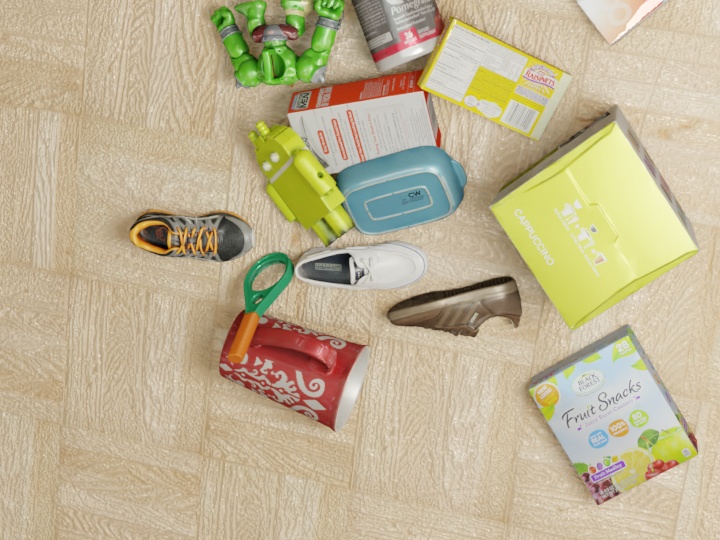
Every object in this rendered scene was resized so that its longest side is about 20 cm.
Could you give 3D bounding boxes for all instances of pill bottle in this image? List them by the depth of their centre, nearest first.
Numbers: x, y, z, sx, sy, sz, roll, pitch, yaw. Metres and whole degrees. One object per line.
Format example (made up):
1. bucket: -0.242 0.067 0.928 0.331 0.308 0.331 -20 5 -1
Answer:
1. pill bottle: 0.039 -0.384 1.638 0.109 0.111 0.203 -19 98 16

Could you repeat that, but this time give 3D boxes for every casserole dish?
1. casserole dish: 0.055 -0.106 1.706 0.197 0.039 0.122 -14 130 18

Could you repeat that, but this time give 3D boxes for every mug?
1. mug: -0.097 0.124 1.773 0.197 0.134 0.179 20 130 12

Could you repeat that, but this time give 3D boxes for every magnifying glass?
1. magnifying glass: -0.151 0.051 1.748 0.079 0.202 0.023 -9 131 30

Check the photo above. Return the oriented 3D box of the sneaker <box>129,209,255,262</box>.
1. sneaker: -0.256 -0.048 1.801 0.197 0.077 0.080 2 102 11

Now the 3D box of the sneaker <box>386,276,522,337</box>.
1. sneaker: 0.137 0.068 1.741 0.197 0.070 0.077 -13 101 16

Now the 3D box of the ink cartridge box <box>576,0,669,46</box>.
1. ink cartridge box: 0.338 -0.429 1.591 0.162 0.050 0.201 -38 96 18

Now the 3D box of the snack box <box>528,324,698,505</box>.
1. snack box: 0.363 0.208 1.723 0.167 0.068 0.202 -32 92 18

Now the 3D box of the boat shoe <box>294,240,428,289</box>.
1. boat shoe: 0.000 0.000 1.758 0.197 0.065 0.075 -6 101 14

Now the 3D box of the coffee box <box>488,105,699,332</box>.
1. coffee box: 0.312 -0.073 1.601 0.199 0.198 0.201 -34 94 18

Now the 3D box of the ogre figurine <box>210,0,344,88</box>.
1. ogre figurine: -0.118 -0.321 1.698 0.197 0.098 0.122 -1 91 2

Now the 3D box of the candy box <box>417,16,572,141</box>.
1. candy box: 0.184 -0.259 1.631 0.198 0.026 0.103 21 106 -23

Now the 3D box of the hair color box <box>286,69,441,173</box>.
1. hair color box: 0.007 -0.207 1.692 0.197 0.064 0.112 -8 128 13

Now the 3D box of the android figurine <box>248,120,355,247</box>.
1. android figurine: -0.089 -0.127 1.710 0.041 0.182 0.201 -39 95 -22
